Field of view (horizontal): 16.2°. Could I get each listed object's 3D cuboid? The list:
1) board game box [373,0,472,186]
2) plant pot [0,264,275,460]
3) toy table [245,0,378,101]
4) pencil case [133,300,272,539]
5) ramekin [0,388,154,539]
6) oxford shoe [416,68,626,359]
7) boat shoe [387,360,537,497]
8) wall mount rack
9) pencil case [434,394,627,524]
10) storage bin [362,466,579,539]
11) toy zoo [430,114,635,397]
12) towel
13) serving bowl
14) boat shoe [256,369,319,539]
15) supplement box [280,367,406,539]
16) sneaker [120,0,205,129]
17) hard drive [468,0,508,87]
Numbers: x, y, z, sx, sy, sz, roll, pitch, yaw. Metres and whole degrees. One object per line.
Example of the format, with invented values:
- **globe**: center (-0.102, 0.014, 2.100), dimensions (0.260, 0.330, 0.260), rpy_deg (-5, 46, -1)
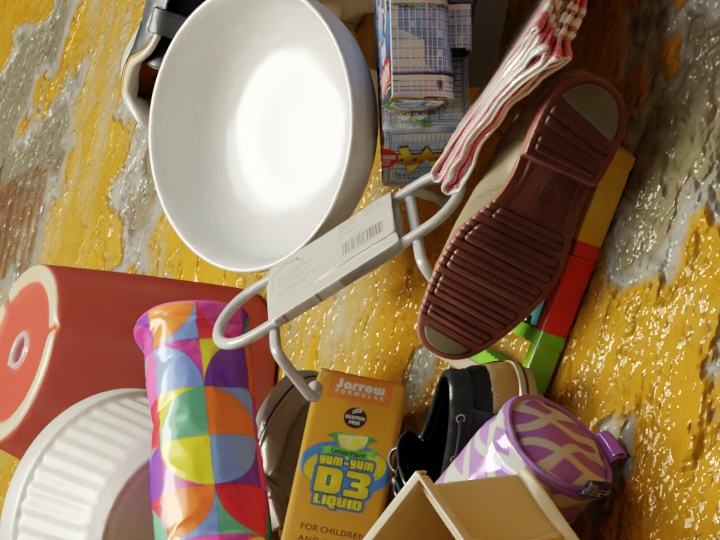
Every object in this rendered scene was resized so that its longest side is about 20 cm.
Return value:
- **board game box**: center (0.042, -0.157, 1.671), dimensions (0.200, 0.061, 0.201), rpy_deg (-156, 63, -88)
- **plant pot**: center (-0.188, 0.087, 1.955), dimensions (0.200, 0.177, 0.201), rpy_deg (-41, 39, 45)
- **toy table**: center (-0.041, -0.179, 1.912), dimensions (0.184, 0.117, 0.201), rpy_deg (-49, 34, 38)
- **pencil case**: center (-0.106, 0.120, 1.696), dimensions (0.088, 0.088, 0.201), rpy_deg (-35, 52, 49)
- **ramekin**: center (-0.144, 0.189, 1.797), dimensions (0.105, 0.200, 0.201), rpy_deg (9, 82, 52)
- **oxford shoe**: center (0.099, -0.035, 1.581), dimensions (0.200, 0.070, 0.075), rpy_deg (-56, 14, 9)
- **boat shoe**: center (0.048, 0.130, 1.595), dimensions (0.075, 0.062, 0.200), rpy_deg (-103, 28, -43)
- **wall mount rack**: center (0.000, 0.000, 1.685), dimensions (0.200, 0.075, 0.174), rpy_deg (-31, 26, 14)
- **pencil case**: center (0.073, 0.160, 1.519), dimensions (0.200, 0.085, 0.084), rpy_deg (-51, 54, 31)
- **storage bin**: center (0.061, 0.247, 1.413), dimensions (0.200, 0.093, 0.199), rpy_deg (-53, 58, 31)
- **toy zoo**: center (0.113, -0.023, 1.631), dimensions (0.131, 0.020, 0.201), rpy_deg (29, 99, 62)
- **towel**: center (0.116, -0.147, 1.608), dimensions (0.146, 0.030, 0.200), rpy_deg (-53, 4, 44)
- **serving bowl**: center (-0.057, -0.098, 1.758), dimensions (0.200, 0.066, 0.201), rpy_deg (-1, 88, 43)
- **boat shoe**: center (-0.043, 0.172, 1.743), dimensions (0.086, 0.074, 0.203), rpy_deg (15, 90, 63)
- **supplement box**: center (-0.018, 0.168, 1.667), dimensions (0.069, 0.066, 0.201), rpy_deg (97, -176, -61)
- **sneaker**: center (-0.122, -0.191, 1.861), dimensions (0.080, 0.078, 0.201), rpy_deg (-100, 27, -54)
- **hard drive**: center (0.077, -0.246, 1.777), dimensions (0.132, 0.027, 0.201), rpy_deg (98, 168, -49)
